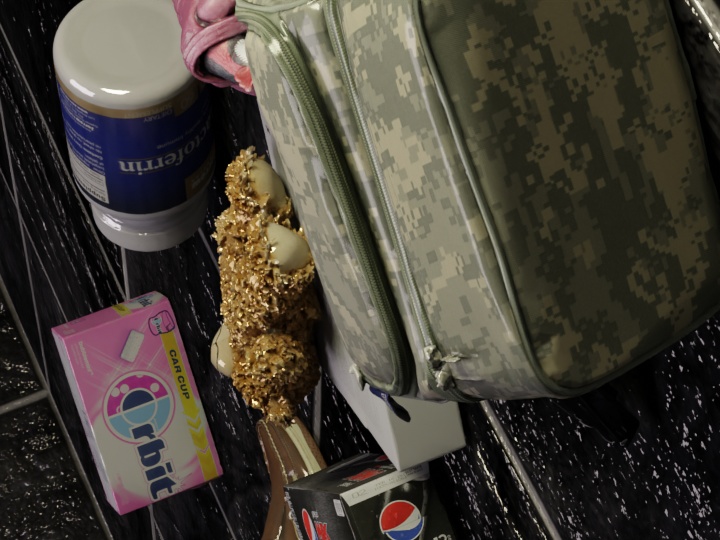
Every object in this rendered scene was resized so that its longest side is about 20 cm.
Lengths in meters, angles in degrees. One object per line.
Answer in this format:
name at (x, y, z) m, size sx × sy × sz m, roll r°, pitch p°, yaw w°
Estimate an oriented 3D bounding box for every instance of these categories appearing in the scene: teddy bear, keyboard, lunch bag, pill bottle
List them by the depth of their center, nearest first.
lunch bag at (0.039, -0.045, 0.964) m, size 0.167 × 0.139 × 0.201 m, roll -2°, pitch 111°, yaw 53°
keyboard at (0.076, 0.022, 1.174) m, size 0.104 × 0.040 × 0.200 m, roll 47°, pitch 174°, yaw -36°
teddy bear at (-0.065, 0.015, 1.482) m, size 0.200 × 0.066 × 0.146 m, roll 105°, pitch 147°, yaw -68°
pill bottle at (-0.169, -0.111, 1.804) m, size 0.201 × 0.115 × 0.116 m, roll 89°, pitch 157°, yaw -54°

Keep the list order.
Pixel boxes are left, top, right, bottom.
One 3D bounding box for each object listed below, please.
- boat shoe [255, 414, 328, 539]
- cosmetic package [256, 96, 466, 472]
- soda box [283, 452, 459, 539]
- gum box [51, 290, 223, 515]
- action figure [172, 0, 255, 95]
boat shoe at (-0.049, 0.205, 1.866) m, size 0.075 × 0.074 × 0.203 m, roll 97°, pitch 150°, yaw -62°
cosmetic package at (0.000, 0.000, 1.444) m, size 0.151 × 0.051 × 0.201 m, roll -133°, pitch 27°, yaw -56°
soda box at (0.005, 0.166, 1.613) m, size 0.200 × 0.070 × 0.064 m, roll 166°, pitch 82°, yaw -76°
gum box at (-0.220, 0.136, 2.340) m, size 0.066 × 0.113 × 0.202 m, roll -156°, pitch 48°, yaw -71°
action figure at (-0.090, -0.170, 1.383) m, size 0.135 × 0.148 × 0.201 m, roll 93°, pitch 167°, yaw -45°
